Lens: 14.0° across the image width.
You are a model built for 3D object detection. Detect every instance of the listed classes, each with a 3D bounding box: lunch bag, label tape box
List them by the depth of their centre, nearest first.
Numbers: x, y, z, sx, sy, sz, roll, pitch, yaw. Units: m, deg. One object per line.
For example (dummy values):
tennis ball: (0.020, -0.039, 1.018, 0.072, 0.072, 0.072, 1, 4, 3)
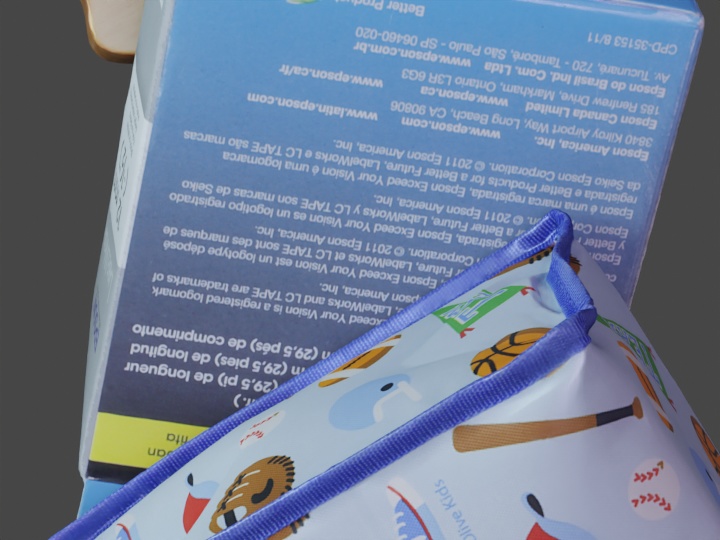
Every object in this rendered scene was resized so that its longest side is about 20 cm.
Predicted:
lunch bag: (0.014, 0.114, 0.766, 0.200, 0.124, 0.170, -30, 102, 10)
label tape box: (0.000, 0.000, 0.821, 0.143, 0.066, 0.201, 8, 116, -11)

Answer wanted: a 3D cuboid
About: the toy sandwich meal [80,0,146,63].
toy sandwich meal: (-0.068, -0.162, 0.854, 0.204, 0.070, 0.206, 1, 75, -5)
